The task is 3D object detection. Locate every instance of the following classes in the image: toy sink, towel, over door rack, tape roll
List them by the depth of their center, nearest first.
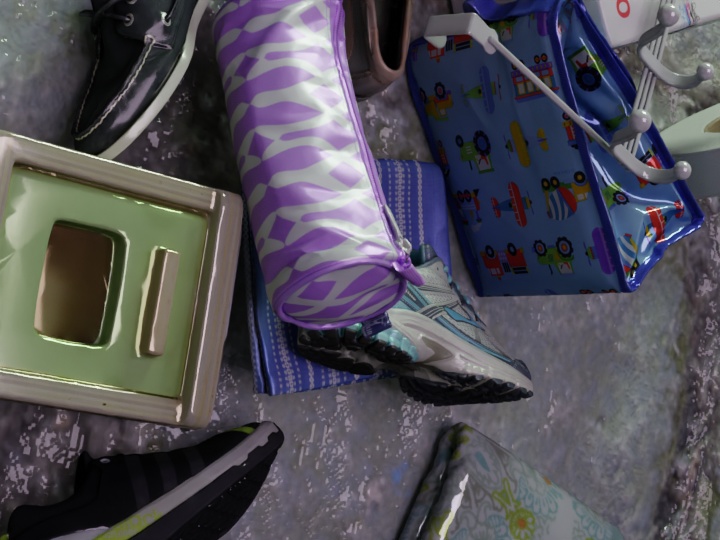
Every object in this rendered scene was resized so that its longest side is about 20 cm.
[{"bbox_3d":[-0.136,0.014,0.744,0.198,0.111,0.132,15,79,-34],"label":"toy sink"},{"bbox_3d":[0.143,-0.157,0.794,0.199,0.066,0.150,27,72,-32],"label":"over door rack"},{"bbox_3d":[0.000,0.000,0.865,0.199,0.024,0.147,-3,89,-52],"label":"towel"},{"bbox_3d":[0.091,0.233,0.936,0.171,0.048,0.202,37,68,-29],"label":"towel"},{"bbox_3d":[0.314,-0.106,1.017,0.202,0.202,0.037,-28,104,-33],"label":"tape roll"}]

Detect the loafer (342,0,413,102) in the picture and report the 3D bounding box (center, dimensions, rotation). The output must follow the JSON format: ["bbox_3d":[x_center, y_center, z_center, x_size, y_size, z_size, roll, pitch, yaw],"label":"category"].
[{"bbox_3d":[0.017,-0.212,0.893,0.071,0.063,0.203,11,81,-35],"label":"loafer"}]

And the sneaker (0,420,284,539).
[{"bbox_3d":[-0.122,0.122,0.773,0.083,0.072,0.199,39,36,16],"label":"sneaker"}]

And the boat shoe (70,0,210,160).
[{"bbox_3d":[-0.126,-0.153,0.779,0.066,0.074,0.201,41,63,-32],"label":"boat shoe"}]

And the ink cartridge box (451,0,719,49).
[{"bbox_3d":[0.174,-0.232,0.956,0.198,0.144,0.149,-18,97,-35],"label":"ink cartridge box"}]

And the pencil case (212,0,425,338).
[{"bbox_3d":[-0.028,-0.066,0.758,0.084,0.085,0.202,24,45,-58],"label":"pencil case"}]

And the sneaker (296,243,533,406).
[{"bbox_3d":[0.046,0.029,0.847,0.199,0.077,0.088,26,62,-45],"label":"sneaker"}]

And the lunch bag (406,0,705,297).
[{"bbox_3d":[0.112,-0.090,0.902,0.094,0.150,0.202,-38,109,-31],"label":"lunch bag"}]
